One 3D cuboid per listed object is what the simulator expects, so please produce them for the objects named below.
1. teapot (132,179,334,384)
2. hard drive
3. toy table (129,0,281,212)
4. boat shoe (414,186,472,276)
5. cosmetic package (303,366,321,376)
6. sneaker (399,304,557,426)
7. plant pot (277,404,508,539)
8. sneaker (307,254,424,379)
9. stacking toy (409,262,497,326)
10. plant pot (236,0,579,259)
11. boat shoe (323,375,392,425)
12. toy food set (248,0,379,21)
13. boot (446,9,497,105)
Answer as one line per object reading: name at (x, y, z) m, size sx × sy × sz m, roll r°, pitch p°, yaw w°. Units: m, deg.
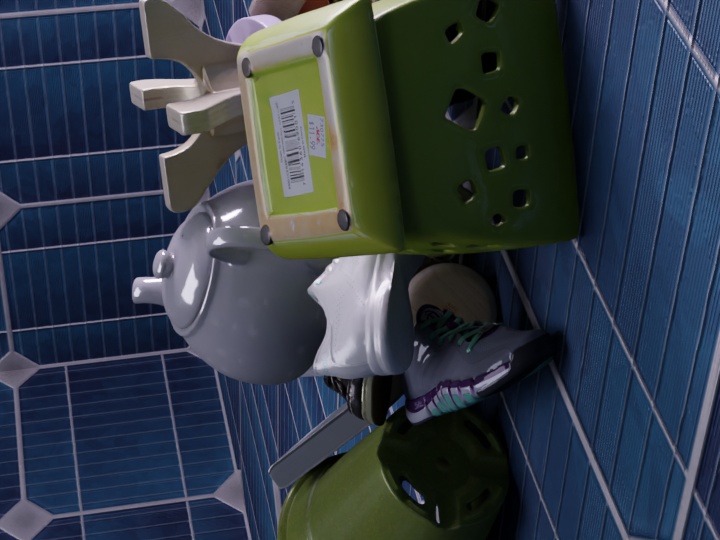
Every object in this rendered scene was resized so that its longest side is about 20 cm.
teapot at (-0.111, 0.004, 1.482) m, size 0.201 × 0.145 × 0.198 m, roll -66°, pitch 28°, yaw 27°
hard drive at (-0.004, 0.137, 1.610) m, size 0.026 × 0.132 × 0.200 m, roll 52°, pitch -160°, yaw 2°
toy table at (-0.123, -0.151, 1.448) m, size 0.200 × 0.116 × 0.186 m, roll -175°, pitch 74°, yaw -70°
boat shoe at (0.031, -0.015, 1.481) m, size 0.200 × 0.073 × 0.064 m, roll -25°, pitch 36°, yaw 43°
cosmetic package at (-0.007, 0.048, 1.663) m, size 0.200 × 0.112 × 0.082 m, roll -40°, pitch -55°, yaw -76°
sneaker at (0.076, 0.063, 1.327) m, size 0.200 × 0.074 × 0.088 m, roll -32°, pitch 84°, yaw 58°
plant pot at (0.044, 0.212, 1.498) m, size 0.190 × 0.198 × 0.202 m, roll 120°, pitch 144°, yaw -53°
sneaker at (0.000, 0.000, 1.364) m, size 0.075 × 0.088 × 0.201 m, roll 56°, pitch -148°, yaw -41°
stacking toy at (0.066, 0.046, 1.516) m, size 0.200 × 0.084 × 0.086 m, roll 131°, pitch 132°, yaw -82°
plant pot at (0.024, -0.104, 1.214) m, size 0.198 × 0.180 × 0.202 m, roll -2°, pitch 97°, yaw 59°
boat shoe at (-0.003, 0.085, 1.460) m, size 0.200 × 0.064 × 0.074 m, roll -69°, pitch -17°, yaw -79°
toy food set at (-0.035, -0.181, 1.424) m, size 0.144 × 0.060 × 0.202 m, roll -50°, pitch 53°, yaw 51°
boot at (0.053, -0.218, 1.407) m, size 0.211 × 0.079 × 0.160 m, roll 160°, pitch 97°, yaw -69°
